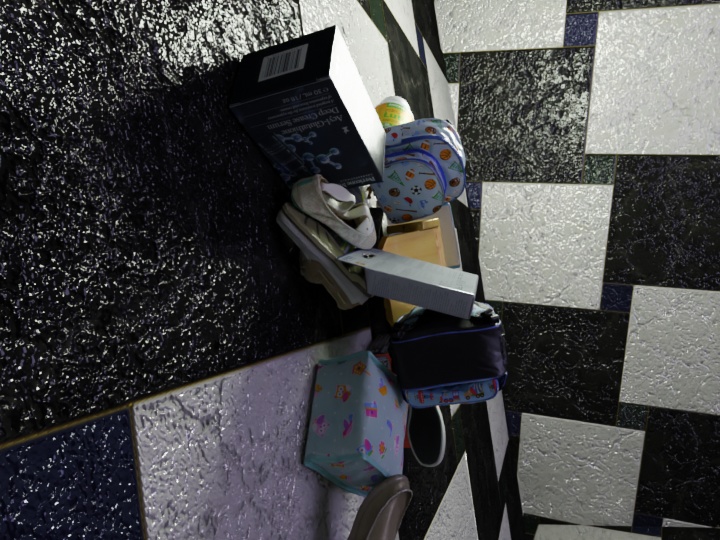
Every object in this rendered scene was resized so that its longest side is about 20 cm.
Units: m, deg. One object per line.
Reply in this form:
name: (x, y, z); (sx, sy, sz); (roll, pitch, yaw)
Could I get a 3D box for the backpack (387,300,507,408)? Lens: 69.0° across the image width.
backpack: (0.142, 0.119, 0.853); (0.200, 0.181, 0.136); (-48, 127, -78)

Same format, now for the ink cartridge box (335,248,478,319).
ink cartridge box: (0.077, 0.013, 0.798); (0.196, 0.198, 0.044); (-27, 129, -73)

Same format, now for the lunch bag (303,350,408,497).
lunch bag: (0.010, 0.246, 0.807); (0.200, 0.121, 0.172); (52, 34, -44)

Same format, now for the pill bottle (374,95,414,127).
pill bottle: (0.067, -0.323, 1.213); (0.201, 0.110, 0.112); (-77, 151, -46)

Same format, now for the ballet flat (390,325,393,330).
ballet flat: (0.114, 0.124, 1.245); (0.200, 0.074, 0.075); (13, 69, -67)

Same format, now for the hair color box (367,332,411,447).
hair color box: (0.068, 0.237, 1.051); (0.111, 0.063, 0.202); (-44, 122, -65)

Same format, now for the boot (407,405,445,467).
boot: (0.140, 0.278, 1.044); (0.144, 0.072, 0.202); (25, 56, -67)

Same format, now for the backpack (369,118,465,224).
backpack: (0.105, -0.194, 1.000); (0.155, 0.189, 0.200); (-91, 155, -42)

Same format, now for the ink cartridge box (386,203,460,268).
ink cartridge box: (0.154, -0.068, 1.246); (0.200, 0.145, 0.148); (-14, 93, -80)

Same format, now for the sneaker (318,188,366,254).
sneaker: (-0.040, -0.095, 0.887); (0.201, 0.073, 0.081); (-81, 150, -45)

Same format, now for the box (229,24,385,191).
box: (-0.065, -0.214, 0.749); (0.200, 0.147, 0.108); (53, 34, -52)

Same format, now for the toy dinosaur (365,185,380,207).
toy dinosaur: (0.050, -0.212, 1.137); (0.106, 0.060, 0.201); (-27, 150, -44)

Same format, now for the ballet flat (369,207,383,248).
ballet flat: (0.047, -0.042, 1.117); (0.067, 0.056, 0.201); (-72, 148, -51)

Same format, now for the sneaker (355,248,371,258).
sneaker: (0.000, 0.000, 0.971); (0.200, 0.075, 0.092); (9, 67, -79)

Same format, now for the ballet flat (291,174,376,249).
ballet flat: (-0.021, -0.086, 0.800); (0.199, 0.062, 0.068); (25, 49, -48)

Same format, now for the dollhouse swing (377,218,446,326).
dollhouse swing: (0.073, 0.013, 1.029); (0.174, 0.181, 0.202); (-13, 96, -29)

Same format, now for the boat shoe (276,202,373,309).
boat shoe: (-0.059, -0.013, 0.782); (0.200, 0.068, 0.075); (45, 16, -23)

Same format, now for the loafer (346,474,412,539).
loafer: (0.020, 0.378, 0.715); (0.076, 0.068, 0.201); (35, 83, -49)
